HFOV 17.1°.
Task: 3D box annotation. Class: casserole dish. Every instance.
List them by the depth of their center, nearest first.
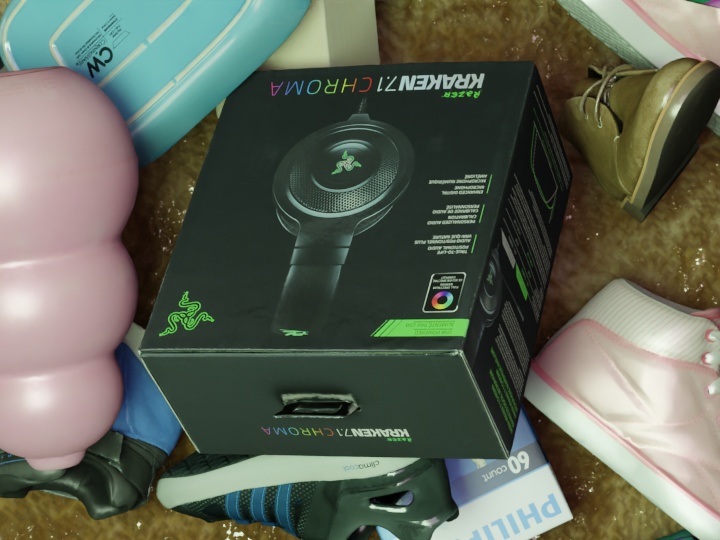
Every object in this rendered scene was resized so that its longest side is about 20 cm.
[{"bbox_3d":[-0.114,-0.135,1.248,0.200,0.039,0.121,-40,83,26],"label":"casserole dish"}]

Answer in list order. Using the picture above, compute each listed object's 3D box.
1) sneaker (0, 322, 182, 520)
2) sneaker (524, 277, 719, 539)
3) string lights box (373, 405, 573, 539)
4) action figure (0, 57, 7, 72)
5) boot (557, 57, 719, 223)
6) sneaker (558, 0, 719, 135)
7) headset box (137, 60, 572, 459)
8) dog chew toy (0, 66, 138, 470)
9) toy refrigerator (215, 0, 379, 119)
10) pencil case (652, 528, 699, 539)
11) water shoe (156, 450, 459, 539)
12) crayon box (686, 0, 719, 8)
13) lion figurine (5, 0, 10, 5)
[{"bbox_3d":[-0.187,0.059,1.288,0.200,0.077,0.112,34,56,-22],"label":"sneaker"},{"bbox_3d":[0.191,0.084,1.307,0.200,0.075,0.105,39,95,8],"label":"sneaker"},{"bbox_3d":[0.030,0.066,1.325,0.102,0.059,0.201,-26,86,1],"label":"string lights box"},{"bbox_3d":[-0.263,-0.076,1.325,0.193,0.105,0.200,39,93,4],"label":"action figure"},{"bbox_3d":[0.140,-0.078,1.256,0.075,0.200,0.074,40,82,6],"label":"boot"},{"bbox_3d":[0.185,-0.153,1.312,0.200,0.075,0.105,38,92,-2],"label":"sneaker"},{"bbox_3d":[0.000,0.000,1.212,0.173,0.093,0.201,0,52,23],"label":"headset box"},{"bbox_3d":[-0.167,0.001,1.209,0.124,0.125,0.201,-6,98,3],"label":"dog chew toy"},{"bbox_3d":[-0.041,-0.181,1.284,0.076,0.070,0.201,8,122,24],"label":"toy refrigerator"},{"bbox_3d":[0.110,0.212,1.301,0.199,0.085,0.093,-19,73,2],"label":"pencil case"},{"bbox_3d":[-0.033,0.124,1.278,0.071,0.200,0.079,-33,103,-41],"label":"water shoe"},{"bbox_3d":[0.237,-0.212,1.270,0.118,0.058,0.200,14,45,4],"label":"crayon box"},{"bbox_3d":[-0.124,-0.187,1.319,0.122,0.072,0.201,13,95,38],"label":"lion figurine"}]
